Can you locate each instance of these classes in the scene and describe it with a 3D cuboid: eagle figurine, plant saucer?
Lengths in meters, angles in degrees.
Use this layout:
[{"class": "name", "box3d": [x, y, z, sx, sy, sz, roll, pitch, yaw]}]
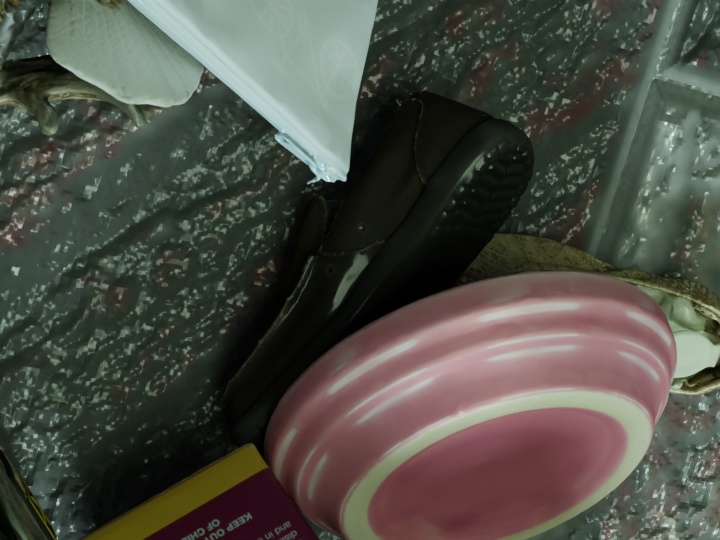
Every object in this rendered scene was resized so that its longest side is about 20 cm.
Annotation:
[{"class": "eagle figurine", "box3d": [-0.133, -0.159, 0.761, 0.151, 0.152, 0.200, 3, 111, -4]}, {"class": "plant saucer", "box3d": [0.057, 0.077, 0.902, 0.200, 0.051, 0.201, -14, 148, -9]}]

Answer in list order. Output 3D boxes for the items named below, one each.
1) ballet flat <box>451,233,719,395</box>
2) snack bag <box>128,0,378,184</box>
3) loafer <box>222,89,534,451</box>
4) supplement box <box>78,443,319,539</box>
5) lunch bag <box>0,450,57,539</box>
[{"class": "ballet flat", "box3d": [0.110, 0.024, 0.961, 0.200, 0.065, 0.071, 5, 105, -25]}, {"class": "snack bag", "box3d": [-0.042, -0.162, 0.776, 0.189, 0.021, 0.200, 40, 52, -44]}, {"class": "loafer", "box3d": [0.000, 0.000, 0.910, 0.200, 0.071, 0.073, -51, 148, 11]}, {"class": "supplement box", "box3d": [-0.033, 0.200, 0.857, 0.103, 0.200, 0.131, -29, 146, -14]}, {"class": "lunch bag", "box3d": [-0.200, 0.108, 0.790, 0.200, 0.164, 0.118, 23, 99, -29]}]
